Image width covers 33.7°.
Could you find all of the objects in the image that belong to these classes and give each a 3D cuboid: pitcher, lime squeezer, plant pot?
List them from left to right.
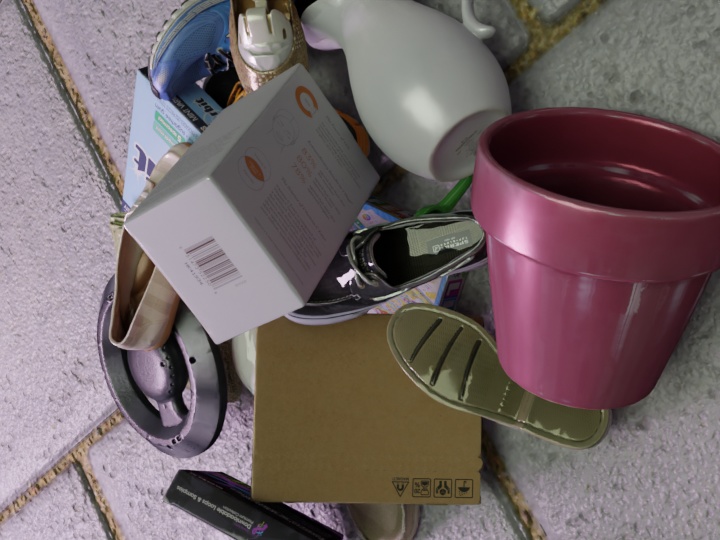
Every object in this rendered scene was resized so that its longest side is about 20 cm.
[{"bbox_3d":[0.044,-0.040,1.034,0.199,0.038,0.071,-31,32,17],"label":"lime squeezer"},{"bbox_3d":[0.058,-0.189,1.000,0.172,0.121,0.200,-46,57,21],"label":"pitcher"},{"bbox_3d":[0.177,-0.005,0.894,0.199,0.200,0.180,24,124,32],"label":"plant pot"}]

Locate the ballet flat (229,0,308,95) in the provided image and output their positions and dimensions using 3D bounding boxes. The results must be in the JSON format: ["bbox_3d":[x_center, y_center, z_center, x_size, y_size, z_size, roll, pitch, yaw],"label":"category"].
[{"bbox_3d":[-0.089,-0.233,1.029,0.070,0.065,0.201,-12,83,8],"label":"ballet flat"}]

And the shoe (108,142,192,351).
[{"bbox_3d":[-0.187,-0.020,1.090,0.070,0.053,0.201,20,100,33],"label":"shoe"}]

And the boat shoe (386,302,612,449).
[{"bbox_3d":[0.113,0.093,0.988,0.199,0.068,0.075,29,88,18],"label":"boat shoe"}]

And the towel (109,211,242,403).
[{"bbox_3d":[-0.185,0.034,1.196,0.148,0.036,0.201,8,118,48],"label":"towel"}]

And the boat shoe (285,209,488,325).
[{"bbox_3d":[0.016,-0.011,0.971,0.199,0.071,0.073,-21,78,11],"label":"boat shoe"}]

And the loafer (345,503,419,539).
[{"bbox_3d":[0.000,0.173,1.087,0.075,0.068,0.201,-3,107,37],"label":"loafer"}]

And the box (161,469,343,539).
[{"bbox_3d":[-0.091,0.226,1.076,0.142,0.200,0.036,26,84,7],"label":"box"}]

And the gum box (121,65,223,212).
[{"bbox_3d":[-0.164,-0.076,1.167,0.170,0.044,0.201,44,140,24],"label":"gum box"}]

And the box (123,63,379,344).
[{"bbox_3d":[-0.081,-0.058,0.961,0.097,0.200,0.125,-24,112,32],"label":"box"}]

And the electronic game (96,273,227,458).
[{"bbox_3d":[-0.200,0.091,1.185,0.199,0.041,0.201,18,117,41],"label":"electronic game"}]

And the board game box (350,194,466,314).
[{"bbox_3d":[0.000,0.000,1.105,0.199,0.034,0.135,27,110,31],"label":"board game box"}]

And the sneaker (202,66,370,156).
[{"bbox_3d":[-0.084,-0.147,1.124,0.199,0.077,0.079,28,112,32],"label":"sneaker"}]

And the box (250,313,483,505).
[{"bbox_3d":[0.007,0.118,1.022,0.198,0.021,0.165,2,86,-4],"label":"box"}]

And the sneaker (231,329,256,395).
[{"bbox_3d":[-0.065,0.124,1.137,0.080,0.070,0.202,-13,94,54],"label":"sneaker"}]

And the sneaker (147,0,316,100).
[{"bbox_3d":[-0.107,-0.217,1.090,0.200,0.079,0.089,-37,79,-6],"label":"sneaker"}]
